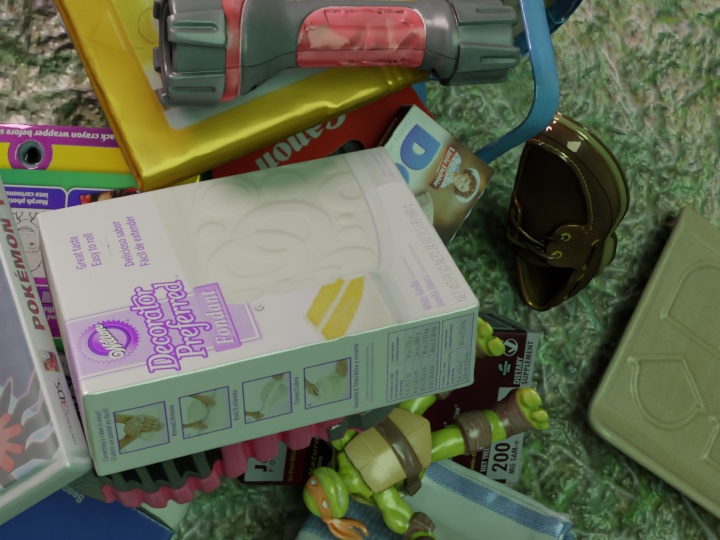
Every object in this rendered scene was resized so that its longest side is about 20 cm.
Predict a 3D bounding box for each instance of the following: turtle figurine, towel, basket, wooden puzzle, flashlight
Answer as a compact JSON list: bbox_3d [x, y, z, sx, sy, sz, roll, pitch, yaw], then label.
[{"bbox_3d":[0.030,0.109,0.786,0.161,0.065,0.200,-30,70,-18],"label":"turtle figurine"},{"bbox_3d":[0.023,0.186,0.772,0.146,0.024,0.200,25,49,17],"label":"towel"},{"bbox_3d":[0.071,-0.163,0.882,0.138,0.176,0.202,6,73,-24],"label":"basket"},{"bbox_3d":[0.270,0.080,1.021,0.185,0.046,0.201,34,69,-18],"label":"wooden puzzle"},{"bbox_3d":[-0.011,-0.124,0.732,0.198,0.068,0.068,-2,80,-15],"label":"flashlight"}]

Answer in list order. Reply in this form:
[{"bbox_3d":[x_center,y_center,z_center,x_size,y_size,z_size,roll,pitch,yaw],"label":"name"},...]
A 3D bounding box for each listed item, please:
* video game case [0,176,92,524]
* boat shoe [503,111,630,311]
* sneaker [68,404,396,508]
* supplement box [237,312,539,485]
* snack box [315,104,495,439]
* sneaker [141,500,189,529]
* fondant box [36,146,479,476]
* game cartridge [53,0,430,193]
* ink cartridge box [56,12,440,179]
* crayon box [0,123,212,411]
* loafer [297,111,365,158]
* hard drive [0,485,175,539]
[{"bbox_3d":[-0.243,0.064,0.706,0.023,0.199,0.183,15,48,-59],"label":"video game case"},{"bbox_3d":[0.134,-0.032,0.899,0.072,0.200,0.068,33,73,22],"label":"boat shoe"},{"bbox_3d":[-0.077,0.060,0.732,0.199,0.079,0.096,-16,54,-20],"label":"sneaker"},{"bbox_3d":[0.013,0.082,0.887,0.199,0.061,0.110,3,100,-22],"label":"supplement box"},{"bbox_3d":[0.000,0.000,0.822,0.072,0.024,0.201,36,83,-19],"label":"snack box"},{"bbox_3d":[-0.122,0.066,0.838,0.071,0.072,0.202,8,84,-24],"label":"sneaker"},{"bbox_3d":[-0.056,0.014,0.695,0.199,0.145,0.059,-13,132,-14],"label":"fondant box"},{"bbox_3d":[-0.071,-0.161,0.771,0.199,0.032,0.177,-25,87,-16],"label":"game cartridge"},{"bbox_3d":[-0.070,-0.124,0.836,0.162,0.050,0.201,-35,87,8],"label":"ink cartridge box"},{"bbox_3d":[-0.191,0.005,0.784,0.198,0.058,0.174,3,84,0],"label":"crayon box"},{"bbox_3d":[-0.023,-0.066,0.893,0.063,0.072,0.201,-35,103,-17],"label":"loafer"},{"bbox_3d":[-0.210,0.202,0.759,0.132,0.025,0.201,42,78,-39],"label":"hard drive"}]
